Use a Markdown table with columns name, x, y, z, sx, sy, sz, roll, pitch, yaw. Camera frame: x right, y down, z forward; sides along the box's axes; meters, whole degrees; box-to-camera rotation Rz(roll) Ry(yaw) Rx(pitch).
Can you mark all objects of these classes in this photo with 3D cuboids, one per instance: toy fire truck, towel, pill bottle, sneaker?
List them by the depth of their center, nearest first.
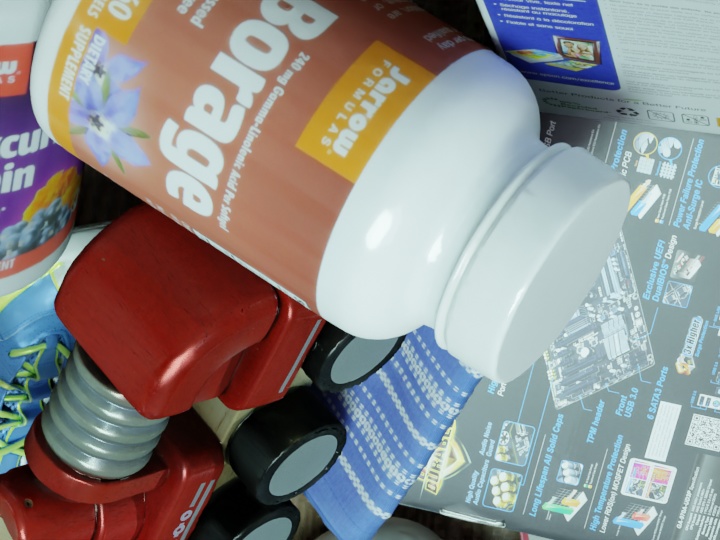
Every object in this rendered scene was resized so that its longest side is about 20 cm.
| name | x | y | z | sx | sy | sz | roll | pitch | yaw |
| --- | --- | --- | --- | --- | --- | --- | --- | --- | --- |
| pill bottle | -0.010 | -0.047 | 0.881 | 0.200 | 0.112 | 0.112 | 32 | 133 | 17 |
| pill bottle | -0.151 | -0.094 | 0.940 | 0.111 | 0.112 | 0.200 | 8 | 132 | -8 |
| toy fire truck | -0.111 | 0.045 | 0.955 | 0.200 | 0.129 | 0.176 | -15 | 144 | -45 |
| towel | 0.000 | 0.000 | 0.991 | 0.024 | 0.145 | 0.200 | -10 | 142 | -40 |
| sneaker | -0.151 | 0.051 | 1.072 | 0.200 | 0.076 | 0.105 | -24 | 84 | 31 |

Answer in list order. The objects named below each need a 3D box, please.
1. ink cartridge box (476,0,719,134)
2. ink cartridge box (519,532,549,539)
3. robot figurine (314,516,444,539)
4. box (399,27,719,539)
| name | x | y | z | sx | sy | sz | roll | pitch | yaw |
| --- | --- | --- | --- | --- | --- | --- | --- | --- | --- |
| ink cartridge box | 0.087 | -0.095 | 0.828 | 0.095 | 0.037 | 0.200 | 8 | 167 | 14 |
| ink cartridge box | 0.154 | 0.197 | 1.183 | 0.083 | 0.147 | 0.200 | -23 | 129 | 13 |
| robot figurine | 0.033 | 0.193 | 1.201 | 0.200 | 0.113 | 0.170 | 37 | 152 | -29 |
| box | 0.103 | 0.017 | 1.001 | 0.159 | 0.046 | 0.200 | 12 | 114 | 0 |
